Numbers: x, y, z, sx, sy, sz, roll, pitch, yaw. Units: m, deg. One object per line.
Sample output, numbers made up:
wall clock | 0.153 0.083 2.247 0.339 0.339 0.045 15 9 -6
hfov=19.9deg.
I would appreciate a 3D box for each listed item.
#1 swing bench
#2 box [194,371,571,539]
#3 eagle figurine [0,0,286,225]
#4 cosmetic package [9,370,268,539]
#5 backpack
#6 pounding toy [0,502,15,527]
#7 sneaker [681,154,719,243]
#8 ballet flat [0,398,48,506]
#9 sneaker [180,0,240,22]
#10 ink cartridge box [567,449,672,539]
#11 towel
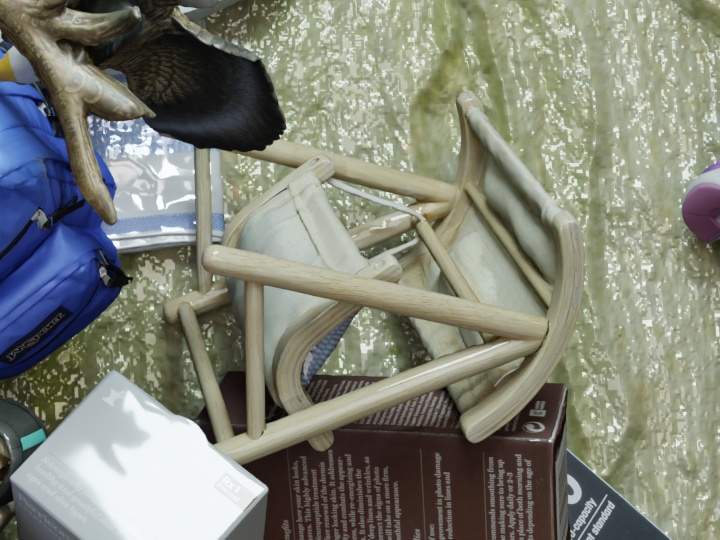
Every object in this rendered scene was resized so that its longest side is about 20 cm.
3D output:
swing bench | 0.000 0.000 1.110 0.198 0.199 0.131 -4 114 -11
box | 0.015 0.117 1.126 0.198 0.075 0.101 2 113 11
eagle figurine | -0.116 -0.120 0.987 0.150 0.200 0.153 12 106 16
cosmetic package | -0.113 0.153 1.061 0.106 0.201 0.090 34 64 18
backpack | -0.211 -0.034 1.068 0.162 0.200 0.168 -43 81 0
pounding toy | -0.265 0.125 1.110 0.184 0.142 0.200 42 89 -2
sneaker | 0.295 -0.029 1.247 0.199 0.080 0.089 31 60 -8
ballet flat | -0.247 0.119 1.005 0.199 0.068 0.068 -30 94 -2
sneaker | -0.123 -0.176 1.163 0.199 0.074 0.083 -29 95 -45
ink cartridge box | 0.088 0.200 1.172 0.200 0.043 0.199 39 64 -2
towel | -0.157 -0.105 1.200 0.145 0.024 0.202 -5 83 -11
